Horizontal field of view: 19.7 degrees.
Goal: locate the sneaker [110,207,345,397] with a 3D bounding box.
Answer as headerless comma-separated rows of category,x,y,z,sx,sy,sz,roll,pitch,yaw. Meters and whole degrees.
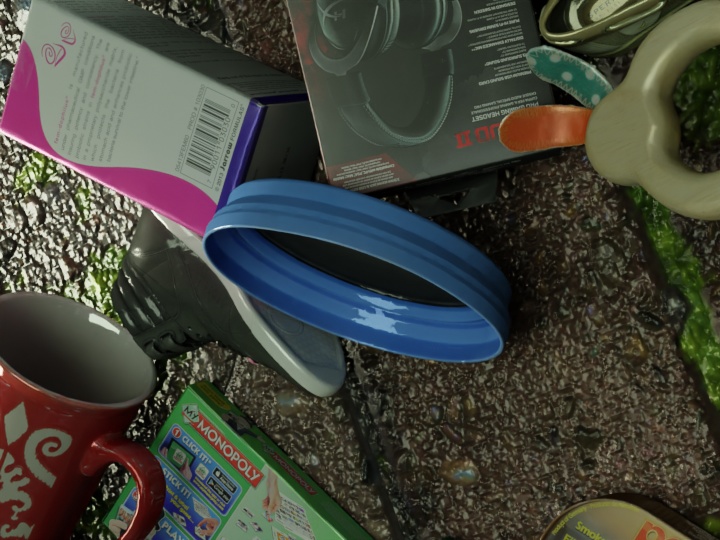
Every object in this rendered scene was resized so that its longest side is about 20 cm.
sneaker,-0.094,0.038,1.420,0.200,0.071,0.099,45,118,23

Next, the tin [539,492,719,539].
tin,0.200,0.216,1.284,0.200,0.042,0.112,32,115,23

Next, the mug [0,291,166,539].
mug,-0.237,0.146,1.468,0.200,0.133,0.178,-62,36,25

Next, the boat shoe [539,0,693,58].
boat shoe,0.191,-0.199,1.223,0.200,0.063,0.073,-37,76,25

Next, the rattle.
rattle,0.202,-0.089,1.213,0.200,0.143,0.131,-11,92,46

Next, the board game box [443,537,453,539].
board game box,0.089,0.292,1.353,0.200,0.029,0.135,42,113,20

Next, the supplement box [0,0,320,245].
supplement box,-0.132,-0.106,1.403,0.200,0.103,0.102,27,109,24

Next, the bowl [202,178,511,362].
bowl,0.000,0.000,1.293,0.200,0.201,0.040,10,71,29

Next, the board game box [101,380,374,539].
board game box,-0.078,0.193,1.448,0.200,0.029,0.135,43,114,19

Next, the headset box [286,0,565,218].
headset box,0.037,-0.134,1.283,0.148,0.077,0.201,-12,88,3
